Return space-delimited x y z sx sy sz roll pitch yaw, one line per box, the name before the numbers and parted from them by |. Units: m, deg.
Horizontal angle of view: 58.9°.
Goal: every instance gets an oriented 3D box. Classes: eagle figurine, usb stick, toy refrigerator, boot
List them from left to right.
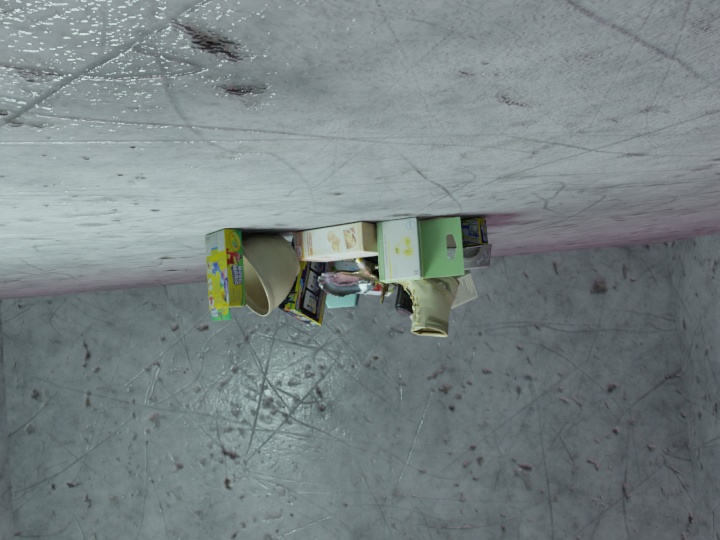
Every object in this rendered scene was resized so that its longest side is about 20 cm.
eagle figurine | -0.002 -0.006 1.742 0.198 0.152 0.152 9 -147 27
usb stick | 0.126 0.030 1.662 0.055 0.201 0.033 25 138 -14
boot | 0.133 0.073 1.563 0.198 0.157 0.073 15 160 -1
toy refrigerator | 0.145 -0.085 1.626 0.069 0.077 0.199 -2 177 -45

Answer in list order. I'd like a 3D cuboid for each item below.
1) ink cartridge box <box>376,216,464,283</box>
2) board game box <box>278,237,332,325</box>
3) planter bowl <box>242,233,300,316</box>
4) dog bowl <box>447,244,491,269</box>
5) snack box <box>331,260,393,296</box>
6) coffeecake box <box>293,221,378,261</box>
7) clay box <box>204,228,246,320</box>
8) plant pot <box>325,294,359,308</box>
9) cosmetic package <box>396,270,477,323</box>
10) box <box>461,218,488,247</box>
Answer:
ink cartridge box | 0.141 -0.052 1.520 0.198 0.148 0.048 -6 170 19
board game box | -0.147 0.032 1.750 0.056 0.202 0.165 3 162 23
planter bowl | -0.234 -0.009 1.572 0.134 0.202 0.200 -34 -168 -28
dog bowl | 0.242 -0.027 1.642 0.197 0.059 0.200 -7 178 0
snack box | -0.001 -0.007 1.887 0.197 0.144 0.053 6 164 -7
coffeecake box | -0.045 -0.069 1.606 0.198 0.074 0.153 -7 176 29
clay box | -0.310 0.012 1.463 0.047 0.203 0.114 -3 177 -36
plant pot | -0.064 0.015 1.997 0.139 0.203 0.141 -5 178 4
cosmetic package | 0.213 0.056 1.771 0.198 0.104 0.088 -23 -140 0
box | 0.235 -0.091 1.699 0.198 0.071 0.064 -7 177 33
